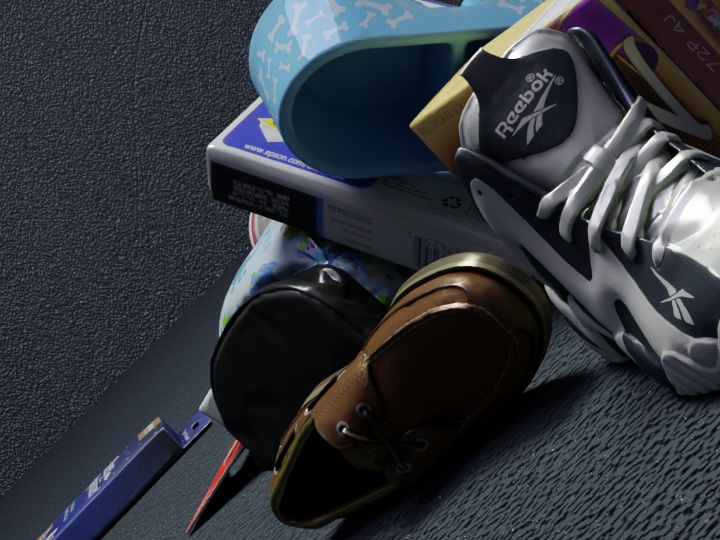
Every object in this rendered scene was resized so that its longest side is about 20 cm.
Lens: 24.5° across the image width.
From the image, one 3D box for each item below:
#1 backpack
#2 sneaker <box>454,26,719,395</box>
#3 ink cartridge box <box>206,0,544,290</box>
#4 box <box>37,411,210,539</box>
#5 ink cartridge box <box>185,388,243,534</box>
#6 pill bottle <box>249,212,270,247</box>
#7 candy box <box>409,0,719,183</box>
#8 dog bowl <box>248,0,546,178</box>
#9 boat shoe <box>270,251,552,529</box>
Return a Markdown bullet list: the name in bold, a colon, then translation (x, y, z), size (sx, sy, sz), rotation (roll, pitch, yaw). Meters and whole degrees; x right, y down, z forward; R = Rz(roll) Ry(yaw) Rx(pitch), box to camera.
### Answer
- **backpack**: translation (0.000, 0.000, 0.990), size (0.200, 0.154, 0.163), rotation (-34, -8, -39)
- **sneaker**: translation (0.089, -0.031, 0.590), size (0.080, 0.130, 0.199), rotation (-45, 7, -2)
- **ink cartridge box**: translation (0.047, -0.078, 0.940), size (0.200, 0.196, 0.047), rotation (-48, -32, -44)
- **box**: translation (-0.219, 0.194, 1.512), size (0.200, 0.032, 0.121), rotation (-45, 6, -7)
- **ink cartridge box**: translation (-0.074, 0.070, 1.179), size (0.174, 0.043, 0.200), rotation (-56, 3, 19)
- **pill bottle**: translation (-0.028, -0.051, 1.497), size (0.111, 0.111, 0.200), rotation (-46, 7, -16)
- **candy box**: translation (0.111, -0.064, 0.717), size (0.056, 0.117, 0.200), rotation (-47, 8, -20)
- **dog bowl**: translation (0.044, -0.100, 0.848), size (0.112, 0.198, 0.050), rotation (92, 170, -47)
- **boat shoe**: translation (0.018, 0.065, 0.740), size (0.068, 0.072, 0.200), rotation (-55, 2, -37)
